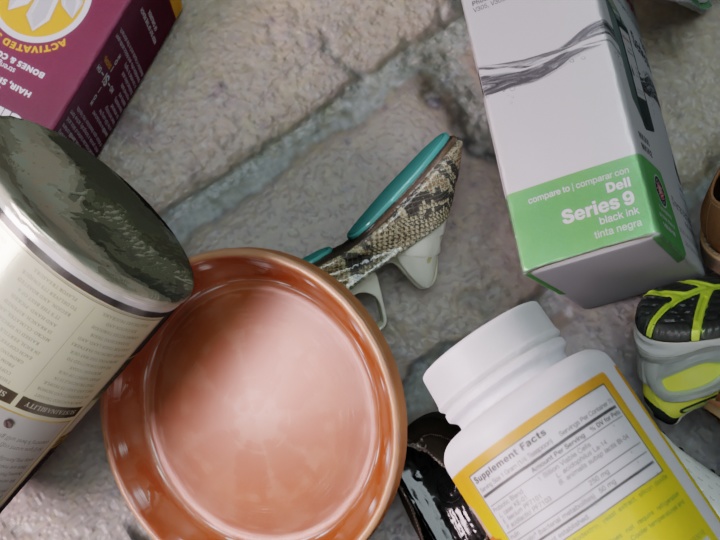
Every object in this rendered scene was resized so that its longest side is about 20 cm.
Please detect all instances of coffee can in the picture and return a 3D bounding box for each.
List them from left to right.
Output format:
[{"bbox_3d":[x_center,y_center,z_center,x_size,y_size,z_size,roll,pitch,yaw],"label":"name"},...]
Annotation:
[{"bbox_3d":[-0.210,0.037,0.695,0.146,0.146,0.200,46,104,12],"label":"coffee can"}]

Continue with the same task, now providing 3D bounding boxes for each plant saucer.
[{"bbox_3d":[-0.064,0.087,0.735,0.198,0.032,0.203,2,96,23],"label":"plant saucer"}]

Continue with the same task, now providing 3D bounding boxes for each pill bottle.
[{"bbox_3d":[0.118,0.120,0.656,0.108,0.109,0.201,-31,76,-7],"label":"pill bottle"}]

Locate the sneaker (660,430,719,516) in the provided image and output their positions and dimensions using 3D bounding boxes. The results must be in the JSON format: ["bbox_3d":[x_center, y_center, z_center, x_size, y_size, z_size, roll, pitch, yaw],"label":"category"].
[{"bbox_3d":[0.183,0.138,0.740,0.079,0.074,0.201,-28,76,-27],"label":"sneaker"}]

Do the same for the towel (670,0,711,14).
[{"bbox_3d":[0.150,-0.244,0.799,0.200,0.149,0.031,46,111,11],"label":"towel"}]

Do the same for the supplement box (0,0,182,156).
[{"bbox_3d":[-0.215,-0.132,0.806,0.109,0.086,0.202,26,77,8],"label":"supplement box"}]

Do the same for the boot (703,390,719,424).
[{"bbox_3d":[0.303,0.054,0.708,0.198,0.074,0.156,19,102,-21],"label":"boot"}]

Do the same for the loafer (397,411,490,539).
[{"bbox_3d":[0.072,0.176,0.714,0.073,0.071,0.201,-44,70,20],"label":"loafer"}]

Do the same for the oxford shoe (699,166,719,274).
[{"bbox_3d":[0.278,-0.086,0.750,0.071,0.072,0.200,30,69,36],"label":"oxford shoe"}]

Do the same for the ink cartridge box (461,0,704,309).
[{"bbox_3d":[0.133,-0.092,0.746,0.083,0.146,0.203,-17,74,22],"label":"ink cartridge box"}]

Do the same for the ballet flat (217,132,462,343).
[{"bbox_3d":[0.000,0.000,0.783,0.199,0.068,0.076,-38,98,-2],"label":"ballet flat"}]

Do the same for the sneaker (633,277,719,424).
[{"bbox_3d":[0.256,0.042,0.762,0.197,0.076,0.077,-6,119,-12],"label":"sneaker"}]
